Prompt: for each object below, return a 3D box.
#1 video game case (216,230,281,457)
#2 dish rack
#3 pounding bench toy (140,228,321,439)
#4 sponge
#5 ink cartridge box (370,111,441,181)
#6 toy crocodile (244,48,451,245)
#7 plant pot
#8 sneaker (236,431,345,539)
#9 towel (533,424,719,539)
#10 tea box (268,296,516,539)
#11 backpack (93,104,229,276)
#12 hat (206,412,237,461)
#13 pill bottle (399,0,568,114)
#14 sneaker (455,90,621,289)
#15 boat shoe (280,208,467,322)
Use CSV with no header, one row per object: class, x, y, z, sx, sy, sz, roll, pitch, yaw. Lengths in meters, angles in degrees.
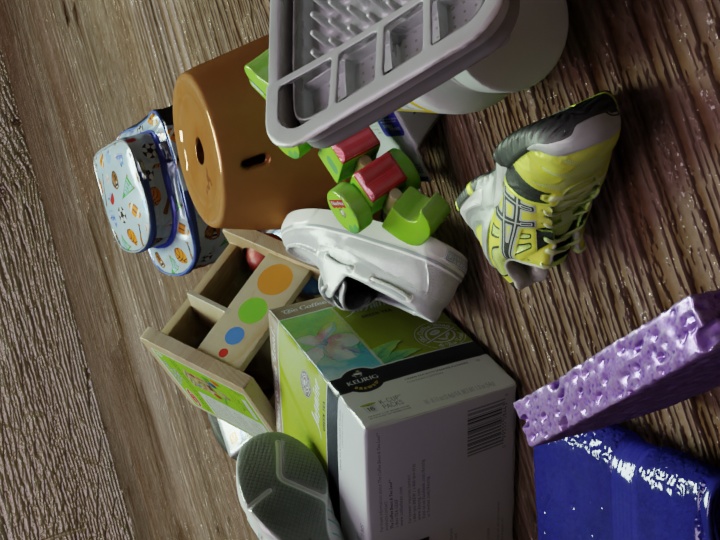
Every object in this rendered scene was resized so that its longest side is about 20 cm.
video game case,-0.100,0.069,1.328,0.200,0.022,0.183,-39,61,34
dish rack,0.021,-0.168,0.726,0.171,0.043,0.200,-27,50,34
pounding bench toy,-0.077,0.074,1.193,0.124,0.156,0.200,22,155,31
sponge,0.166,0.044,0.647,0.200,0.111,0.030,130,125,-64
ink cartridge box,0.003,-0.162,0.985,0.200,0.039,0.099,62,162,-15
toy crocodile,-0.012,-0.096,0.968,0.200,0.067,0.062,51,160,13
plant pot,-0.080,-0.119,1.130,0.200,0.140,0.201,167,90,-69
sneaker,-0.043,0.215,0.975,0.200,0.070,0.080,59,155,31
towel,0.177,0.171,0.797,0.200,0.049,0.148,-161,67,-66
tea box,0.022,0.143,1.043,0.197,0.133,0.201,44,142,52
backpack,-0.214,-0.090,1.494,0.200,0.154,0.191,-9,105,66
hat,-0.107,0.123,1.436,0.200,0.081,0.201,27,125,46
pill bottle,0.045,-0.157,0.826,0.200,0.111,0.112,19,121,63
sneaker,0.120,-0.047,0.780,0.077,0.075,0.200,64,168,10
boat shoe,0.000,0.000,1.028,0.200,0.072,0.069,15,76,41
